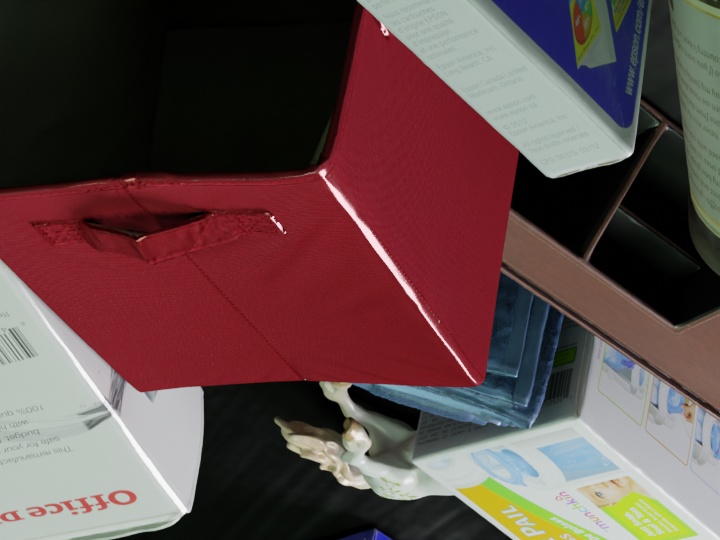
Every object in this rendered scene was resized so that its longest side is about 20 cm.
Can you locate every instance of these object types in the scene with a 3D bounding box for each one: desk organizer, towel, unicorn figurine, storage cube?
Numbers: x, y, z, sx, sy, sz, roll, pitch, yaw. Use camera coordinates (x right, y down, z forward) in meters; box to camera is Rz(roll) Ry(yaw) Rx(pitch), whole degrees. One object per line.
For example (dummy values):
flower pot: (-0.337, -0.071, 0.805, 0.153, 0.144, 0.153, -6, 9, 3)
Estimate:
desk organizer: (0.133, -0.015, 1.014, 0.200, 0.072, 0.077, 33, 140, -26)
towel: (0.000, 0.000, 1.048, 0.200, 0.112, 0.049, 17, 154, -4)
unicorn figurine: (0.060, 0.109, 1.235, 0.200, 0.074, 0.137, 12, 150, 38)
storage cube: (-0.041, -0.066, 0.897, 0.171, 0.200, 0.180, -3, 150, 23)

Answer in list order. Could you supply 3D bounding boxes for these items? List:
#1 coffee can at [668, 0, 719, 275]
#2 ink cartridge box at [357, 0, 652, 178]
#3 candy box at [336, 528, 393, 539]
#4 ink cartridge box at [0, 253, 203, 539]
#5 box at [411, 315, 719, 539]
coffee can: (0.174, -0.106, 0.738, 0.146, 0.146, 0.200, 0, 123, 20)
ink cartridge box: (0.030, -0.163, 0.719, 0.043, 0.198, 0.200, -19, 134, 36)
candy box: (0.015, 0.264, 1.466, 0.200, 0.077, 0.169, 36, 141, -28)
ink cartridge box: (-0.175, 0.039, 0.978, 0.145, 0.085, 0.200, -12, 135, 17)
box: (0.137, 0.096, 1.146, 0.112, 0.102, 0.200, -19, 134, 40)
